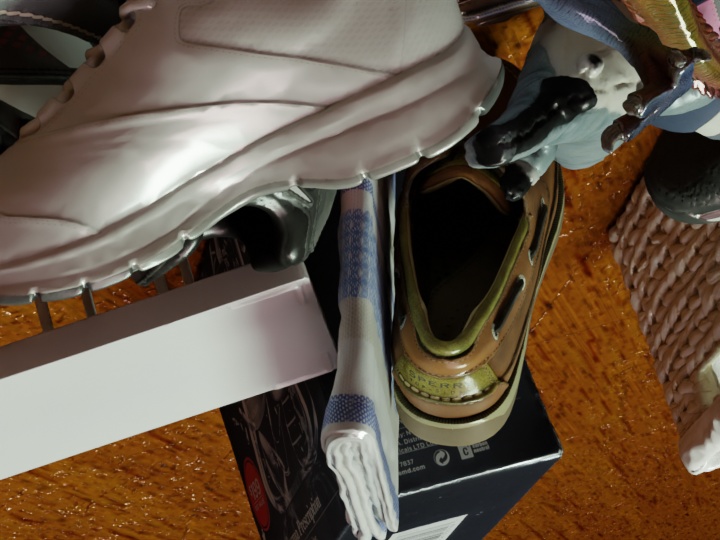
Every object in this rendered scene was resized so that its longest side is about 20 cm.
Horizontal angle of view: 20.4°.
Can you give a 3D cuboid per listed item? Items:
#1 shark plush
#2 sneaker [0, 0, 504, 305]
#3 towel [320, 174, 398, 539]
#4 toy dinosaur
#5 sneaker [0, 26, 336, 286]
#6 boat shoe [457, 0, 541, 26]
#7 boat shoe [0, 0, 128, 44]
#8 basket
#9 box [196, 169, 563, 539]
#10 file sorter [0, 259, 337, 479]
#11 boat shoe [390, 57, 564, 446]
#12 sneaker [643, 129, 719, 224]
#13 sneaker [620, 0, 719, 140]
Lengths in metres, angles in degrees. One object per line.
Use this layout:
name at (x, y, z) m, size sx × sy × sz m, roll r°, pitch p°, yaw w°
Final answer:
shark plush at (0.087, -0.057, 0.786) m, size 0.083 × 0.091 × 0.200 m, roll -54°, pitch -176°, yaw 22°
sneaker at (-0.059, -0.052, 0.624) m, size 0.199 × 0.087 × 0.075 m, roll -24°, pitch -165°, yaw 1°
towel at (0.000, 0.000, 0.828) m, size 0.024 × 0.201 × 0.147 m, roll -2°, pitch 157°, yaw 4°
toy dinosaur at (0.037, -0.122, 0.589) m, size 0.105 × 0.182 × 0.200 m, roll -43°, pitch 168°, yaw -4°
sneaker at (-0.093, -0.049, 0.699) m, size 0.199 × 0.098 × 0.071 m, roll 14°, pitch 164°, yaw -20°
boat shoe at (0.052, -0.130, 0.738) m, size 0.199 × 0.073 × 0.072 m, roll -10°, pitch 167°, yaw 5°
boat shoe at (-0.155, -0.090, 0.596) m, size 0.199 × 0.062 × 0.073 m, roll 11°, pitch -170°, yaw -43°
basket at (0.270, -0.006, 1.136) m, size 0.199 × 0.162 × 0.198 m, roll -14°, pitch 161°, yaw -12°
box at (-0.003, 0.051, 0.996) m, size 0.104 × 0.183 × 0.200 m, roll -12°, pitch 159°, yaw -18°
file sorter at (-0.126, -0.001, 0.822) m, size 0.199 × 0.125 × 0.139 m, roll -19°, pitch 162°, yaw -1°
boat shoe at (0.051, -0.026, 0.852) m, size 0.071 × 0.201 × 0.068 m, roll 0°, pitch 142°, yaw 6°
sneaker at (0.207, -0.105, 0.959) m, size 0.200 × 0.076 × 0.115 m, roll -36°, pitch 152°, yaw 15°
sneaker at (0.155, -0.126, 0.844) m, size 0.082 × 0.070 × 0.200 m, roll 10°, pitch 143°, yaw -14°
